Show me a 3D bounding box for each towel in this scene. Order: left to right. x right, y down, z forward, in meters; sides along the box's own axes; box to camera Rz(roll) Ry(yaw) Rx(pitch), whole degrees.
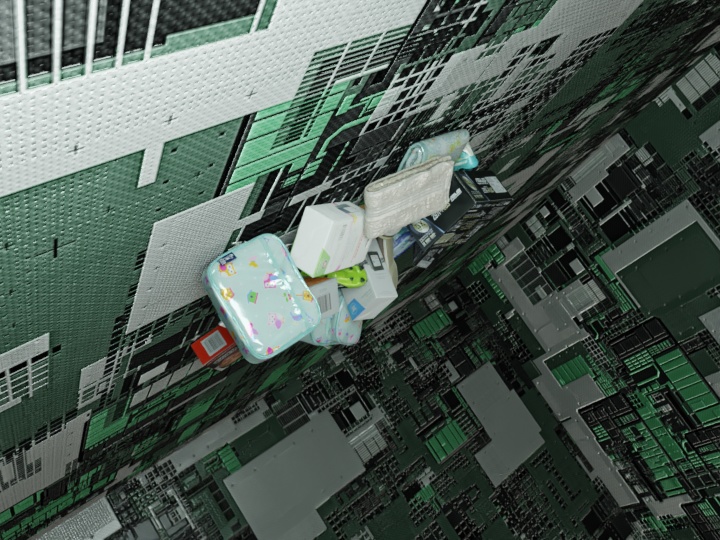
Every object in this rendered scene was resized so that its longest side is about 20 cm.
[{"bbox_3d":[0.093,-0.140,1.324,0.198,0.035,0.133,-25,143,-19],"label":"towel"},{"bbox_3d":[0.127,-0.197,1.414,0.170,0.048,0.201,-30,158,-46],"label":"towel"}]

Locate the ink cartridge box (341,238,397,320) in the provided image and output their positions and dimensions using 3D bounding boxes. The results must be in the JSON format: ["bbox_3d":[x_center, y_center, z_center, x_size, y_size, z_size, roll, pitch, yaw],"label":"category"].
[{"bbox_3d":[0.000,0.000,1.598,0.066,0.202,0.116,-4,152,-36],"label":"ink cartridge box"}]

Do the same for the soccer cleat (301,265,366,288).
[{"bbox_3d":[-0.081,0.010,1.492,0.198,0.069,0.081,11,157,-27],"label":"soccer cleat"}]

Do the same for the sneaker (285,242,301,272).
[{"bbox_3d":[-0.124,-0.030,1.385,0.079,0.075,0.199,-17,-176,39],"label":"sneaker"}]

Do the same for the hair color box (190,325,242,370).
[{"bbox_3d":[-0.336,0.187,1.678,0.101,0.062,0.200,-35,171,-5],"label":"hair color box"}]

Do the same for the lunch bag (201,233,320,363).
[{"bbox_3d":[-0.168,0.041,1.180,0.159,0.202,0.077,-29,180,-25],"label":"lunch bag"}]

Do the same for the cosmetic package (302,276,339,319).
[{"bbox_3d":[-0.150,0.054,1.354,0.198,0.072,0.101,2,-167,32],"label":"cosmetic package"}]

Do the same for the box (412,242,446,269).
[{"bbox_3d":[0.191,-0.117,1.762,0.049,0.160,0.200,10,154,-13],"label":"box"}]

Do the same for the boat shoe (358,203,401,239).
[{"bbox_3d":[0.052,-0.117,1.508,0.068,0.075,0.199,-37,167,27],"label":"boat shoe"}]

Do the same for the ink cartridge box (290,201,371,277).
[{"bbox_3d":[-0.046,-0.066,1.331,0.199,0.067,0.118,-16,132,-60],"label":"ink cartridge box"}]

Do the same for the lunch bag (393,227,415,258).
[{"bbox_3d":[0.053,-0.062,1.766,0.199,0.083,0.161,-37,173,14],"label":"lunch bag"}]

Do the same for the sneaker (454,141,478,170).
[{"bbox_3d":[0.203,-0.216,1.542,0.077,0.080,0.200,-31,170,-22],"label":"sneaker"}]

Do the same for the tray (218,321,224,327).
[{"bbox_3d":[-0.227,0.080,1.542,0.106,0.022,0.200,23,132,-31],"label":"tray"}]

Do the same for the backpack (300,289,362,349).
[{"bbox_3d":[-0.082,0.100,1.681,0.199,0.152,0.178,4,99,-53],"label":"backpack"}]

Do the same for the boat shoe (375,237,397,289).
[{"bbox_3d":[0.048,-0.042,1.645,0.059,0.203,0.072,1,-151,19],"label":"boat shoe"}]

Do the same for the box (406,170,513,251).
[{"bbox_3d":[0.215,-0.132,1.498,0.164,0.087,0.199,-45,161,32],"label":"box"}]
